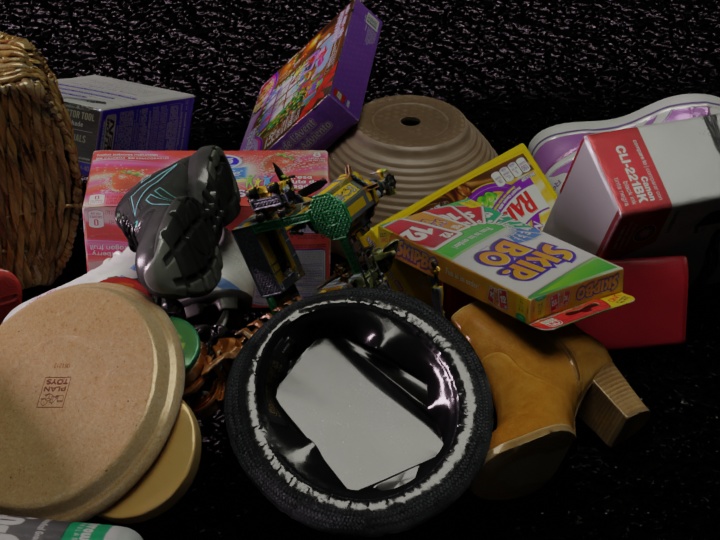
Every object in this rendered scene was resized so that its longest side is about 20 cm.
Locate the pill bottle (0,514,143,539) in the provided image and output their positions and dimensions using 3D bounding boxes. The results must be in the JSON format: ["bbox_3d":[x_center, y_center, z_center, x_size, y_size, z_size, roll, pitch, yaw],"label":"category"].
[{"bbox_3d":[-0.194,0.211,1.201,0.199,0.114,0.113,5,33,5],"label":"pill bottle"}]

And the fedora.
[{"bbox_3d":[0.002,0.112,1.362,0.200,0.092,0.201,-4,57,6],"label":"fedora"}]

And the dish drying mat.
[{"bbox_3d":[0.161,0.029,1.536,0.199,0.077,0.018,-3,22,-7],"label":"dish drying mat"}]

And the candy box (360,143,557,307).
[{"bbox_3d":[0.096,-0.026,1.612,0.200,0.026,0.102,-31,88,-39],"label":"candy box"}]

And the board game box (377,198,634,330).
[{"bbox_3d":[0.111,-0.006,1.488,0.095,0.030,0.200,-17,31,-34],"label":"board game box"}]

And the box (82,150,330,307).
[{"bbox_3d":[-0.123,-0.034,1.599,0.199,0.103,0.095,-1,32,-1],"label":"box"}]

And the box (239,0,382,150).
[{"bbox_3d":[-0.049,-0.153,1.765,0.039,0.137,0.200,40,28,-17],"label":"box"}]

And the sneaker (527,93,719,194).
[{"bbox_3d":[0.260,-0.090,1.738,0.200,0.073,0.114,-15,38,-6],"label":"sneaker"}]

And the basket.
[{"bbox_3d":[-0.308,-0.099,1.600,0.142,0.201,0.149,-9,33,-14],"label":"basket"}]

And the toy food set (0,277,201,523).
[{"bbox_3d":[-0.202,0.094,1.367,0.199,0.049,0.199,-17,55,19],"label":"toy food set"}]

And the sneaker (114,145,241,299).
[{"bbox_3d":[-0.143,-0.027,1.446,0.079,0.076,0.200,-15,20,14],"label":"sneaker"}]

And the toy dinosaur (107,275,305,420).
[{"bbox_3d":[-0.132,0.075,1.427,0.199,0.103,0.136,-10,35,-8],"label":"toy dinosaur"}]

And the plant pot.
[{"bbox_3d":[0.043,-0.091,1.704,0.200,0.093,0.201,2,33,-1],"label":"plant pot"}]

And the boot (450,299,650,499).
[{"bbox_3d":[0.108,0.085,1.424,0.201,0.071,0.144,-16,52,-44],"label":"boot"}]

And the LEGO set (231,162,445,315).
[{"bbox_3d":[0.000,0.000,1.474,0.153,0.201,0.116,-21,13,42],"label":"LEGO set"}]

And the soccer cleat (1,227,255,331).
[{"bbox_3d":[-0.183,0.016,1.521,0.199,0.070,0.087,-9,61,-6],"label":"soccer cleat"}]

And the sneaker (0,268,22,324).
[{"bbox_3d":[-0.376,0.016,1.534,0.199,0.079,0.116,-13,36,-23],"label":"sneaker"}]

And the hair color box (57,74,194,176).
[{"bbox_3d":[-0.237,-0.130,1.721,0.109,0.065,0.200,12,11,17],"label":"hair color box"}]

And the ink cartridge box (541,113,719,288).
[{"bbox_3d":[0.267,-0.053,1.588,0.199,0.145,0.084,-11,60,-18],"label":"ink cartridge box"}]
